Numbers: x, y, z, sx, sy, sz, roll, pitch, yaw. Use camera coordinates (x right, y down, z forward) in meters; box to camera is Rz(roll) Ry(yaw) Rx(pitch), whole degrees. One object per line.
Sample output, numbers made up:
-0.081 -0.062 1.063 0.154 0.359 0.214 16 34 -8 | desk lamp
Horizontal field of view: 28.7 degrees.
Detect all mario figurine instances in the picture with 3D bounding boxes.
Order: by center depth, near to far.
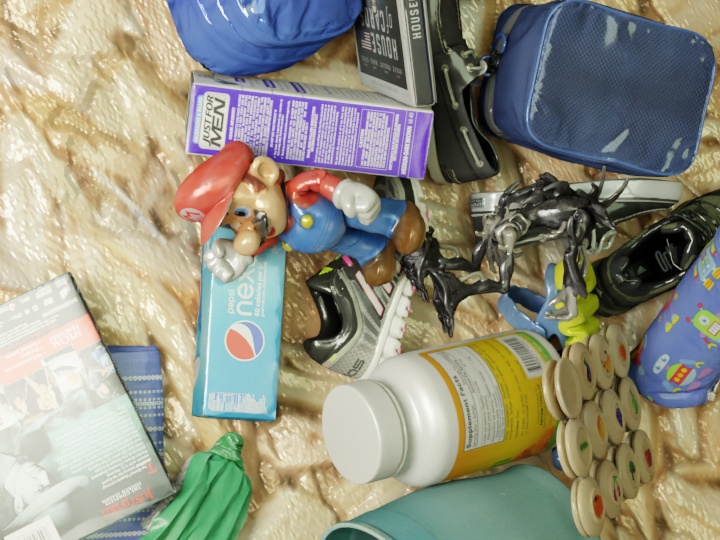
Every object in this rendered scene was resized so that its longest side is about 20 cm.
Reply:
-0.053 -0.028 1.119 0.200 0.106 0.124 14 106 -23 | mario figurine

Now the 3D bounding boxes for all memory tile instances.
0.208 0.131 1.205 0.200 0.017 0.154 -19 96 -61 | memory tile

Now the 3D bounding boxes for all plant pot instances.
0.096 0.261 1.178 0.188 0.200 0.200 -24 92 -33 | plant pot

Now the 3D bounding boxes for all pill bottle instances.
0.072 0.119 1.186 0.200 0.111 0.111 -10 87 -35 | pill bottle

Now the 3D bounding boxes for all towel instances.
-0.235 0.162 1.173 0.144 0.024 0.201 -1 87 -18 | towel

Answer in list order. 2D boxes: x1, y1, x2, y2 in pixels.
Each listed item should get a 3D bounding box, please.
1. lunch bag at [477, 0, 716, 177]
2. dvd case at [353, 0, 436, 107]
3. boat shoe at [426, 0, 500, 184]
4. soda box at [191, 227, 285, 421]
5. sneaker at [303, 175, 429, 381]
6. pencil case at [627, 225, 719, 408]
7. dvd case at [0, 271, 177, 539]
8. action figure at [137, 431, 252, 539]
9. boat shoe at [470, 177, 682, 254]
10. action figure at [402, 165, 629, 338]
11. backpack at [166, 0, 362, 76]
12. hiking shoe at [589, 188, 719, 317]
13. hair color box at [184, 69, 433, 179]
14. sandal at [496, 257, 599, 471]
0.200 -0.165 1.272 0.200 0.132 0.136 13 93 -18 | lunch bag
0.019 -0.243 1.163 0.025 0.150 0.200 -11 107 -14 | dvd case
0.088 -0.173 1.241 0.073 0.063 0.200 -37 126 -56 | boat shoe
-0.103 0.027 1.197 0.064 0.068 0.201 6 83 -15 | soda box
0.000 0.000 1.226 0.087 0.074 0.200 14 86 -21 | sneaker
0.312 0.046 1.252 0.087 0.200 0.078 36 46 12 | pencil case
-0.256 0.121 1.135 0.146 0.022 0.200 -27 87 -5 | dvd case
-0.144 0.222 1.165 0.118 0.055 0.200 40 62 -28 | action figure
0.201 -0.047 1.291 0.199 0.074 0.068 -6 93 -14 | boat shoe
0.139 -0.017 1.200 0.200 0.119 0.102 -23 128 -16 | action figure
-0.087 -0.269 1.158 0.162 0.168 0.200 -15 89 -40 | backpack
0.303 -0.020 1.300 0.200 0.101 0.076 -31 89 -17 | hiking shoe
-0.047 -0.124 1.190 0.199 0.109 0.065 7 103 -9 | hair color box
0.174 0.084 1.277 0.087 0.079 0.201 -3 97 24 | sandal
